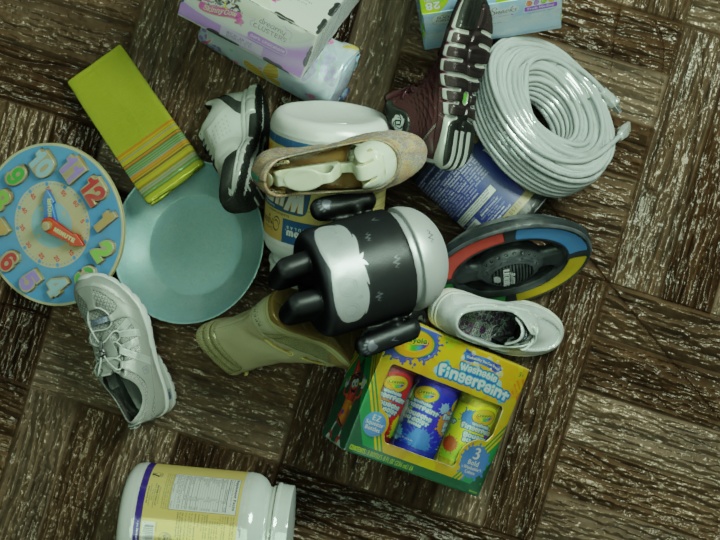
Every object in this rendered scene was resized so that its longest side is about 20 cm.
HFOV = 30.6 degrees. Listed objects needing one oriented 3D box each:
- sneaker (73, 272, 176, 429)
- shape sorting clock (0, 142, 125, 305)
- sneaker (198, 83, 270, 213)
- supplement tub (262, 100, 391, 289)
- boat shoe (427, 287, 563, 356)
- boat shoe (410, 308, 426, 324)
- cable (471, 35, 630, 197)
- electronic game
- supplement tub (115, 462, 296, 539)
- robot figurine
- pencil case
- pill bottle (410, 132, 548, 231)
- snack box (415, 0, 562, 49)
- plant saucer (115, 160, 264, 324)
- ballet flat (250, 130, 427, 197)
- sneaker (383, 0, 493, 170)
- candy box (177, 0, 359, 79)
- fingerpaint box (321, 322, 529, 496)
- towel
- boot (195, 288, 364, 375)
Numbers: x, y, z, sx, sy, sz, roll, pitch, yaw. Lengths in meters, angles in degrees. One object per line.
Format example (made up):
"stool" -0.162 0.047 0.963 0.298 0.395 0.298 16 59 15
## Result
"sneaker" -0.290 0.096 1.587 0.074 0.082 0.201 -22 101 29
"shape sorting clock" -0.381 -0.056 1.622 0.198 0.039 0.203 1 95 14
"sneaker" -0.156 -0.140 1.585 0.079 0.074 0.201 -9 44 11
"supplement tub" -0.041 -0.089 1.557 0.143 0.145 0.202 6 109 2
"boat shoe" 0.174 0.067 1.562 0.199 0.068 0.073 21 98 -34
"boat shoe" 0.054 0.039 1.610 0.060 0.074 0.203 -2 87 -3
"cable" 0.214 -0.184 1.553 0.200 0.069 0.200 46 46 -7
"electronic game" 0.175 -0.008 1.548 0.198 0.200 0.042 -12 63 1
"supplement tub" -0.182 0.310 1.574 0.198 0.145 0.147 5 89 1
"robot figurine" 0.000 0.002 1.458 0.198 0.125 0.152 -16 119 -19
"pencil case" -0.099 -0.278 1.612 0.198 0.083 0.091 27 74 1
"pill bottle" 0.125 -0.125 1.588 0.200 0.112 0.112 43 91 1
"snack box" 0.142 -0.369 1.569 0.167 0.068 0.202 -9 58 1
"plant saucer" -0.208 -0.033 1.621 0.199 0.039 0.204 -2 83 14
"ballet flat" -0.020 -0.109 1.438 0.198 0.067 0.069 -10 107 -3
"sneaker" 0.078 -0.219 1.494 0.115 0.075 0.202 12 91 38
"candy box" -0.097 -0.339 1.560 0.167 0.201 0.072 29 135 2
"fingerpaint box" 0.080 0.156 1.563 0.199 0.073 0.168 23 89 -26
"towel" -0.279 -0.181 1.628 0.086 0.018 0.201 -35 74 -4
"boot" -0.085 0.091 1.604 0.155 0.199 0.074 -22 58 38
